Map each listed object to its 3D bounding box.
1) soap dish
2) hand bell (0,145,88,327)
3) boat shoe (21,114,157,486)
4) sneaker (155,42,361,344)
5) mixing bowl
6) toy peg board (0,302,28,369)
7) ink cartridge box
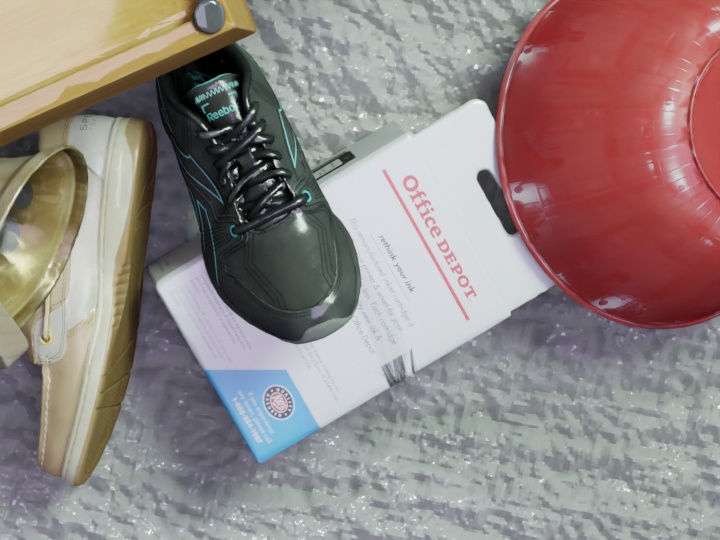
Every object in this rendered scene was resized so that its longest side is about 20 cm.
[{"bbox_3d":[-0.165,-0.145,1.375,0.200,0.081,0.158,-25,105,-9],"label":"soap dish"},{"bbox_3d":[-0.251,-0.050,1.462,0.200,0.104,0.104,22,95,15],"label":"hand bell"},{"bbox_3d":[-0.155,0.013,1.527,0.069,0.074,0.200,10,97,7],"label":"boat shoe"},{"bbox_3d":[-0.064,-0.051,1.470,0.075,0.079,0.200,-27,61,-2],"label":"sneaker"},{"bbox_3d":[0.184,-0.069,1.506,0.200,0.108,0.201,1,87,-27],"label":"mixing bowl"},{"bbox_3d":[-0.296,-0.012,1.404,0.098,0.200,0.199,-45,116,-26],"label":"toy peg board"},{"bbox_3d":[0.000,0.000,1.542,0.200,0.068,0.116,-30,102,-3],"label":"ink cartridge box"}]
